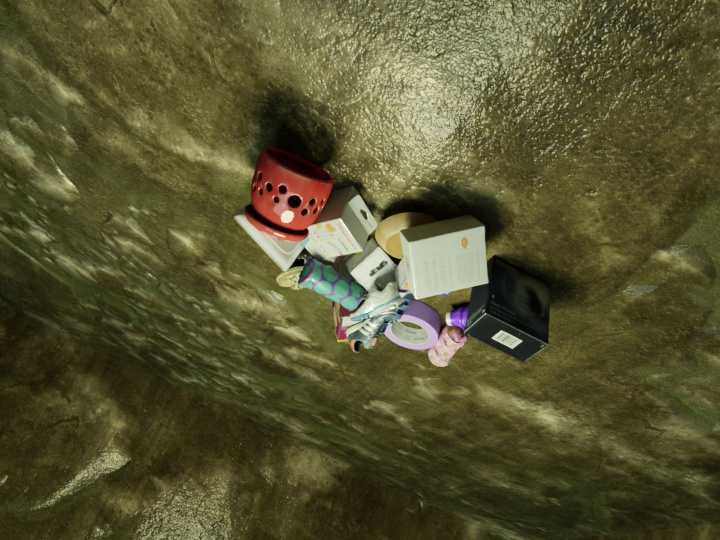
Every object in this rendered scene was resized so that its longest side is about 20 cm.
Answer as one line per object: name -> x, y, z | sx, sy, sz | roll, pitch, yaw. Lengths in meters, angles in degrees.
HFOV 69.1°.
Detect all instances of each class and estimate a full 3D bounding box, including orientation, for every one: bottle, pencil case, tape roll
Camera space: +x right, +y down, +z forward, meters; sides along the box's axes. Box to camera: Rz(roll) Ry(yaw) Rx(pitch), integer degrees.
bottle -> 0.362, 0.144, 1.612 | 0.195, 0.085, 0.066 | -6, 138, 30
pencil case -> 0.297, 0.252, 1.784 | 0.084, 0.084, 0.202 | 19, 143, -1
tape roll -> 0.173, 0.185, 1.774 | 0.194, 0.067, 0.203 | 13, 144, 9
pencil case -> -0.084, 0.041, 1.505 | 0.197, 0.087, 0.091 | 30, 162, -29

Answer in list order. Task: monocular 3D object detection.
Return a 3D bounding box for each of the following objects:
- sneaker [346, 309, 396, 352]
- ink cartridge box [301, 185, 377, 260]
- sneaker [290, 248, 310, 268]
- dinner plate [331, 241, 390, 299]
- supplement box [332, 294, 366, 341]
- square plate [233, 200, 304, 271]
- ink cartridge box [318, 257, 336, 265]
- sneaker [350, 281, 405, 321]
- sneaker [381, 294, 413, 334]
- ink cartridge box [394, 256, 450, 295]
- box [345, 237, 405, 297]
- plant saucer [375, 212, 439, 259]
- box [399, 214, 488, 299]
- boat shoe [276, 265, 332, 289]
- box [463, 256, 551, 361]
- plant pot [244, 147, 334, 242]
sneaker -> 0.041, 0.190, 1.615 | 0.074, 0.087, 0.199 | 13, 141, -44
ink cartridge box -> -0.064, -0.130, 1.434 | 0.196, 0.127, 0.129 | -9, 135, 35
sneaker -> -0.221, -0.042, 1.636 | 0.196, 0.113, 0.077 | -16, 132, 40
dinner plate -> 0.000, 0.000, 1.578 | 0.194, 0.024, 0.205 | -10, 122, -16
supplement box -> -0.033, 0.133, 1.714 | 0.100, 0.134, 0.202 | -5, 151, -10
square plate -> -0.227, -0.124, 1.433 | 0.028, 0.201, 0.199 | -34, 104, 34
ink cartridge box -> -0.086, -0.016, 1.657 | 0.108, 0.051, 0.199 | 33, 143, -18
sneaker -> 0.041, 0.089, 1.526 | 0.197, 0.089, 0.074 | -26, 169, 36
sneaker -> 0.112, 0.123, 1.666 | 0.200, 0.084, 0.073 | -43, 144, 25
ink cartridge box -> 0.209, 0.007, 1.477 | 0.194, 0.078, 0.137 | 1, 153, -13
box -> 0.059, 0.013, 1.558 | 0.116, 0.060, 0.200 | -42, 125, 7
plant saucer -> 0.136, -0.082, 1.432 | 0.193, 0.036, 0.202 | 2, 148, 1
box -> 0.212, -0.037, 1.325 | 0.194, 0.107, 0.157 | -12, 111, -5
boat shoe -> -0.156, 0.030, 1.588 | 0.194, 0.065, 0.074 | -4, 152, -14
box -> 0.408, 0.104, 1.439 | 0.196, 0.202, 0.124 | 25, 142, -8
plant pot -> -0.183, -0.182, 1.309 | 0.196, 0.201, 0.187 | 22, 107, -3
